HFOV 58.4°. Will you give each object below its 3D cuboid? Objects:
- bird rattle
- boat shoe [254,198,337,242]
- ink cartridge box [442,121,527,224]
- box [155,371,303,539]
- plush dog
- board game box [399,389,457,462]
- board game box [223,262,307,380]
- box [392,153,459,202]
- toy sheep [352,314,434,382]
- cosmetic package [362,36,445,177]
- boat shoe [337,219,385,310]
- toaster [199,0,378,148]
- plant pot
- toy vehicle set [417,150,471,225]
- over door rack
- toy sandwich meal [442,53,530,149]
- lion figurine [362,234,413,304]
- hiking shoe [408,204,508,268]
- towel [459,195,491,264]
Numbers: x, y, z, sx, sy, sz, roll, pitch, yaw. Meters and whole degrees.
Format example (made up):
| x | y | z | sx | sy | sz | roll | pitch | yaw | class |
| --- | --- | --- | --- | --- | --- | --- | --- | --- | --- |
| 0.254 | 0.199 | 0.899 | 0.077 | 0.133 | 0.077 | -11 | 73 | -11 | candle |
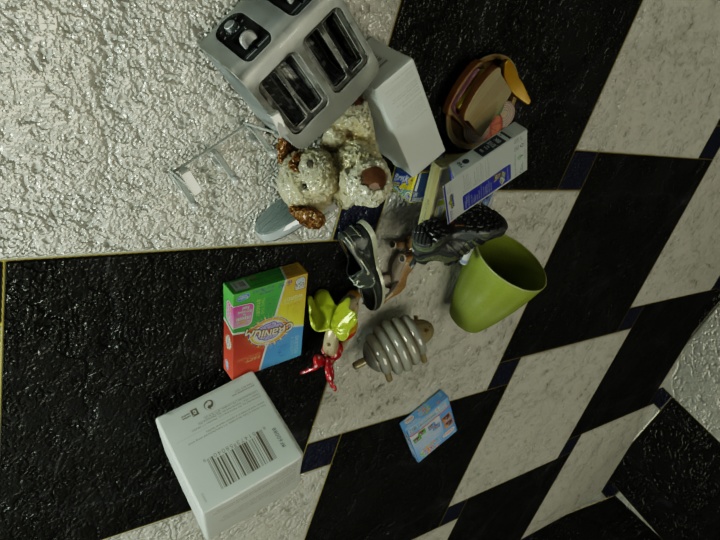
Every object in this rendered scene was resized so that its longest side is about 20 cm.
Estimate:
| x | y | z | sx | sy | sz | roll | pitch | yaw | class |
| --- | --- | --- | --- | --- | --- | --- | --- | --- | --- |
| -0.040 | 0.128 | 1.282 | 0.163 | 0.112 | 0.202 | -48 | 145 | -52 | bird rattle |
| -0.084 | -0.100 | 1.090 | 0.199 | 0.074 | 0.067 | -36 | 138 | -14 | boat shoe |
| 0.219 | -0.177 | 1.169 | 0.199 | 0.039 | 0.100 | -34 | 141 | -15 | ink cartridge box |
| -0.239 | 0.338 | 1.186 | 0.198 | 0.201 | 0.172 | -24 | 150 | -25 | box |
| -0.049 | -0.155 | 1.012 | 0.170 | 0.202 | 0.161 | -16 | 161 | -1 | plush dog |
| 0.194 | 0.439 | 1.806 | 0.151 | 0.037 | 0.201 | -35 | 138 | -14 | board game box |
| -0.177 | 0.094 | 1.192 | 0.152 | 0.040 | 0.202 | -17 | 132 | -31 | board game box |
| 0.156 | -0.181 | 1.241 | 0.198 | 0.070 | 0.065 | -11 | 129 | -36 | box |
| 0.074 | 0.169 | 1.411 | 0.199 | 0.138 | 0.139 | -30 | 138 | -10 | toy sheep |
| 0.055 | -0.262 | 1.055 | 0.081 | 0.113 | 0.200 | -41 | 141 | -6 | cosmetic package |
| 0.000 | 0.000 | 1.248 | 0.067 | 0.072 | 0.202 | -33 | 131 | -26 | boat shoe |
| -0.092 | -0.290 | 0.896 | 0.181 | 0.119 | 0.200 | -44 | 140 | -2 | toaster |
| 0.292 | 0.045 | 1.486 | 0.186 | 0.188 | 0.201 | -4 | 140 | -39 | plant pot |
| 0.171 | -0.126 | 1.226 | 0.123 | 0.027 | 0.202 | -17 | 135 | -31 | toy vehicle set |
| -0.180 | -0.145 | 0.877 | 0.147 | 0.200 | 0.067 | -37 | 109 | -12 | over door rack |
| 0.240 | -0.312 | 1.210 | 0.204 | 0.070 | 0.207 | -24 | 135 | -26 | toy sandwich meal |
| 0.088 | -0.006 | 1.337 | 0.122 | 0.073 | 0.200 | -7 | 141 | -54 | lion figurine |
| 0.182 | -0.060 | 1.221 | 0.198 | 0.076 | 0.101 | -12 | 146 | -16 | hiking shoe |
| 0.251 | -0.121 | 1.332 | 0.201 | 0.024 | 0.148 | 98 | 17 | -51 | towel |
